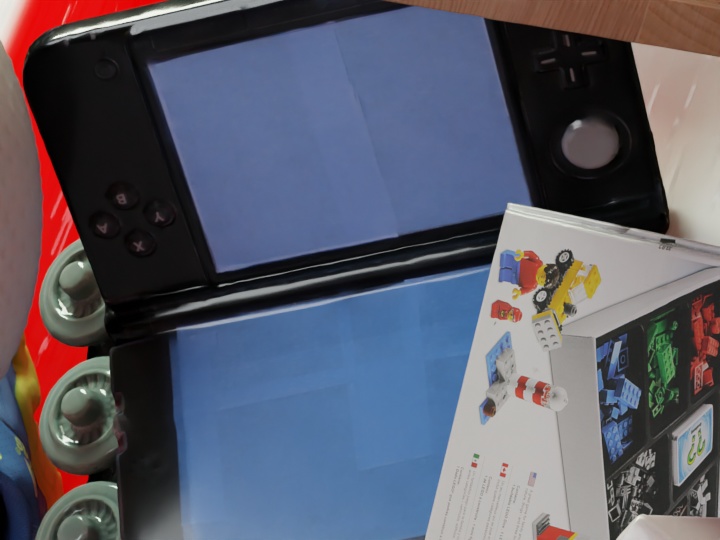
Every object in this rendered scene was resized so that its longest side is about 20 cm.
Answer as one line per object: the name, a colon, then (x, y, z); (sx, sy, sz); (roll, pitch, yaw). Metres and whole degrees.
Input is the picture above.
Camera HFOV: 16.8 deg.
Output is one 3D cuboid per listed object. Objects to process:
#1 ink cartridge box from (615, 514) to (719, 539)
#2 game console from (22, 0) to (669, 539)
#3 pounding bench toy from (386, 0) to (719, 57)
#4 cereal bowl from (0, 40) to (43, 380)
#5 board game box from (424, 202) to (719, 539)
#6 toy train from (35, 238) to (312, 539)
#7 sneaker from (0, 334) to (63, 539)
ink cartridge box: (0.133, 0.147, 0.570); (0.200, 0.145, 0.084); (38, 97, 20)
game console: (0.000, 0.000, 0.791); (0.200, 0.172, 0.119); (-12, 32, 9)
pounding bench toy: (0.038, -0.171, 0.692); (0.200, 0.124, 0.156); (-133, 54, -59)
cereal bowl: (-0.175, -0.023, 0.831); (0.200, 0.083, 0.200); (4, 96, 41)
board game box: (0.074, 0.089, 0.718); (0.126, 0.035, 0.200); (15, 92, 44)
toy train: (-0.053, 0.055, 0.888); (0.114, 0.085, 0.200); (-17, 56, 21)
sneaker: (-0.158, 0.037, 0.912); (0.076, 0.200, 0.105); (-24, 15, -4)
